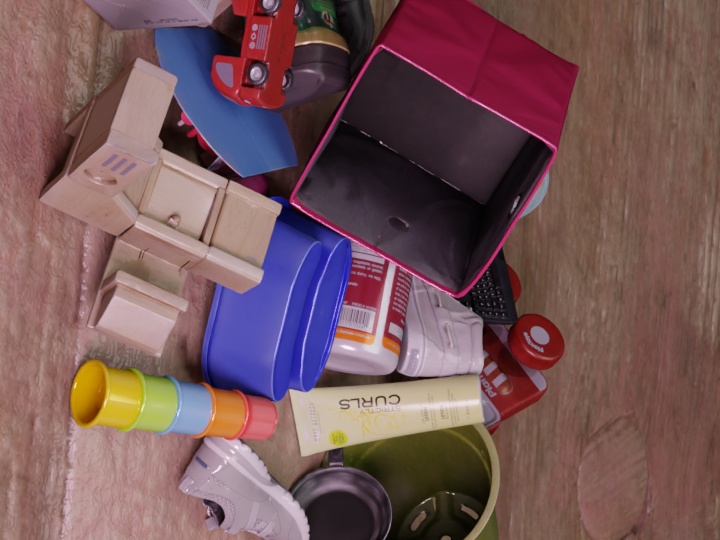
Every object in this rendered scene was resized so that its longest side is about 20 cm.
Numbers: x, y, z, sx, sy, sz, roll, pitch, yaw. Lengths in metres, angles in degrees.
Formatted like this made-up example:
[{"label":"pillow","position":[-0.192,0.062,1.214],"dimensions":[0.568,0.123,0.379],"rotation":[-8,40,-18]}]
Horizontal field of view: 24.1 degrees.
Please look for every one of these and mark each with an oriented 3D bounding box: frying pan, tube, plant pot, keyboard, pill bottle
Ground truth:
[{"label":"frying pan","position":[-0.039,0.228,1.763],"dimensions":[0.114,0.191,0.031],"rotation":[-20,144,-11]},{"label":"tube","position":[0.029,0.147,1.753],"dimensions":[0.052,0.198,0.059],"rotation":[72,12,-65]},{"label":"plant pot","position":[0.074,0.265,1.846],"dimensions":[0.190,0.198,0.201],"rotation":[61,43,-57]},{"label":"keyboard","position":[0.118,-0.026,1.908],"dimensions":[0.040,0.103,0.201],"rotation":[105,-19,-46]},{"label":"pill bottle","position":[0.000,0.000,1.758],"dimensions":[0.113,0.112,0.202],"rotation":[31,66,-53]}]

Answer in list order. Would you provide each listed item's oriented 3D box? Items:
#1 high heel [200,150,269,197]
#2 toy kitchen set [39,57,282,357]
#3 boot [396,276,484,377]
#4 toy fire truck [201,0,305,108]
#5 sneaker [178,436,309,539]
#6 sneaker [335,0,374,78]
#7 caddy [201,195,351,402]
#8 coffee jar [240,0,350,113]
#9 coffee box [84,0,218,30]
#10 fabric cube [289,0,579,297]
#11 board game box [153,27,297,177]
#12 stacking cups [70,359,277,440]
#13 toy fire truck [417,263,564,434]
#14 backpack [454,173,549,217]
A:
[{"label":"high heel","position":[-0.143,-0.043,1.577],"dimensions":[0.096,0.067,0.200],"rotation":[63,29,-22]},{"label":"toy kitchen set","position":[-0.153,-0.035,1.393],"dimensions":[0.199,0.180,0.164],"rotation":[25,67,-21]},{"label":"boot","position":[0.079,0.050,1.827],"dimensions":[0.201,0.095,0.074],"rotation":[-100,-157,-52]},{"label":"toy fire truck","position":[-0.118,-0.257,1.554],"dimensions":[0.049,0.140,0.202],"rotation":[5,96,-58]},{"label":"sneaker","position":[-0.118,0.226,1.646],"dimensions":[0.082,0.075,0.200],"rotation":[-44,136,-10]},{"label":"sneaker","position":[-0.028,-0.290,1.760],"dimensions":[0.081,0.073,0.202],"rotation":[14,79,-33]},{"label":"caddy","position":[-0.089,0.031,1.624],"dimensions":[0.141,0.104,0.202],"rotation":[-10,117,-66]},{"label":"coffee jar","position":[-0.070,-0.256,1.606],"dimensions":[0.085,0.104,0.202],"rotation":[10,69,-56]},{"label":"coffee box","position":[-0.166,-0.320,1.484],"dimensions":[0.080,0.112,0.202],"rotation":[41,57,-50]},{"label":"fabric cube","position":[0.076,-0.134,1.641],"dimensions":[0.197,0.199,0.200],"rotation":[-58,-176,31]},{"label":"board game box","position":[-0.138,-0.149,1.569],"dimensions":[0.159,0.039,0.200],"rotation":[58,21,4]},{"label":"stacking cups","position":[-0.163,0.127,1.513],"dimensions":[0.199,0.060,0.061],"rotation":[17,77,-41]},{"label":"toy fire truck","position":[0.122,0.086,1.918],"dimensions":[0.167,0.112,0.201],"rotation":[-23,70,-43]},{"label":"backpack","position":[0.118,-0.139,1.851],"dimensions":[0.153,0.174,0.202],"rotation":[46,30,-73]}]
